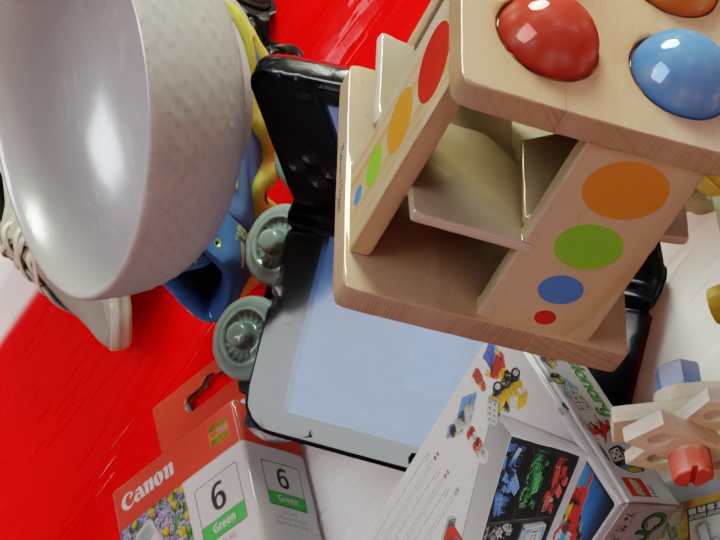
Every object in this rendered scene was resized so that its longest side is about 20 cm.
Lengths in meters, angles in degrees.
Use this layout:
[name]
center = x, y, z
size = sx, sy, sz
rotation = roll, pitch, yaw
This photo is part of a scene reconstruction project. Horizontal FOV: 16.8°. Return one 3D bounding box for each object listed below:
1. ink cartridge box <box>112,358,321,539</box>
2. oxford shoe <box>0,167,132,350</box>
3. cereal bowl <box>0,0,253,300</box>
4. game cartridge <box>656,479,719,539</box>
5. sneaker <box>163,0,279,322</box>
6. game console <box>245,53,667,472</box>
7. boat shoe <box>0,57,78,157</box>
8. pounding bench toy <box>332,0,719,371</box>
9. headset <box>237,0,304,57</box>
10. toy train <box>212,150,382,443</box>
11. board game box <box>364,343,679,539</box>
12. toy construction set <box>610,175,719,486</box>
[ink cartridge box]
center = -0.081, 0.130, 1.336
size = 0.109, 0.050, 0.200
rotation = -38, 51, 32
[oxford shoe]
center = -0.187, -0.013, 1.488
size = 0.200, 0.058, 0.075
rotation = 52, 143, 46
[cereal bowl]
center = -0.112, -0.087, 1.221
size = 0.200, 0.083, 0.200
rotation = 19, 112, 57
[game cartridge]
center = 0.143, 0.161, 1.091
size = 0.200, 0.042, 0.133
rotation = -21, 56, 41
[sneaker]
center = -0.086, -0.059, 1.315
size = 0.076, 0.200, 0.105
rotation = -5, 35, 16
[game console]
center = 0.032, 0.006, 1.164
size = 0.200, 0.172, 0.119
rotation = 13, 58, 24
[boat shoe]
center = -0.151, -0.065, 1.393
size = 0.074, 0.202, 0.065
rotation = 39, 90, 26
[pounding bench toy]
center = 0.075, -0.093, 0.994
size = 0.156, 0.124, 0.200
rotation = 120, 159, -46
[headset]
center = -0.102, -0.134, 1.431
size = 0.200, 0.094, 0.124
rotation = 16, 87, 49
[toy train]
center = 0.000, 0.000, 1.283
size = 0.114, 0.085, 0.200
rotation = 13, 83, 37
[board game box]
center = 0.058, 0.134, 1.125
size = 0.200, 0.035, 0.126
rotation = -60, 41, 29
[toy construction set]
center = 0.165, 0.004, 1.045
size = 0.092, 0.131, 0.200
rotation = -5, 64, 28
